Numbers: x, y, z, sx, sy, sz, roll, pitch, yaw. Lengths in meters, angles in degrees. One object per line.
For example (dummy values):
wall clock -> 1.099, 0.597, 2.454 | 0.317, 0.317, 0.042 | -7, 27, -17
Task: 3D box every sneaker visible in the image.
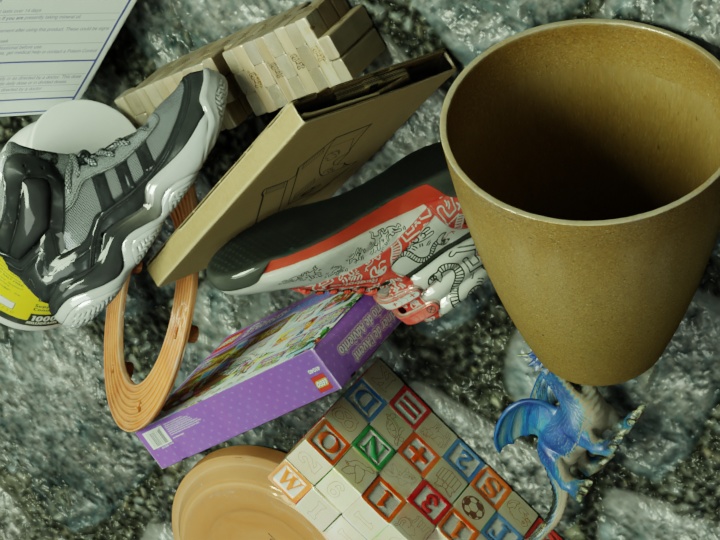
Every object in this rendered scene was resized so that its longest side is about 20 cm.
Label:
sneaker -> 0.001, 0.000, 1.566 | 0.067, 0.201, 0.108 | 43, 156, 58
sneaker -> -0.179, -0.069, 1.545 | 0.114, 0.200, 0.075 | 34, 177, -13

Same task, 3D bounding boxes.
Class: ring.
ring -> -0.150, 0.020, 1.690 | 0.019, 0.201, 0.201 | 9, 136, -23

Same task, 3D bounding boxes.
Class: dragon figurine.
dragon figurine -> 0.134, 0.109, 1.623 | 0.099, 0.059, 0.200 | 35, 138, 10

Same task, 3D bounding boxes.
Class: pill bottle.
pill bottle -> -0.225, -0.042, 1.693 | 0.112, 0.112, 0.200 | 42, 148, 2

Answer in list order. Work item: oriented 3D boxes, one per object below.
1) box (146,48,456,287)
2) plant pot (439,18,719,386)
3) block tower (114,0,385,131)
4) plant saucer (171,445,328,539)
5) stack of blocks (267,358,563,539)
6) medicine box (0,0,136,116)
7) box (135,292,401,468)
box -> -0.040, -0.070, 1.553 | 0.021, 0.163, 0.200 | 55, 133, 11
plant pot -> 0.151, -0.025, 1.465 | 0.186, 0.187, 0.200 | 16, 140, 23
block tower -> -0.079, -0.138, 1.607 | 0.200, 0.058, 0.054 | -18, 108, 37
plant saucer -> -0.069, 0.234, 1.856 | 0.200, 0.032, 0.201 | 16, 126, 23
stack of blocks -> 0.043, 0.177, 1.691 | 0.200, 0.115, 0.059 | 44, 133, 0
medicine box -> -0.258, -0.203, 1.579 | 0.200, 0.182, 0.103 | -54, 54, 41
box -> -0.058, 0.067, 1.669 | 0.200, 0.137, 0.039 | -26, 105, 41
